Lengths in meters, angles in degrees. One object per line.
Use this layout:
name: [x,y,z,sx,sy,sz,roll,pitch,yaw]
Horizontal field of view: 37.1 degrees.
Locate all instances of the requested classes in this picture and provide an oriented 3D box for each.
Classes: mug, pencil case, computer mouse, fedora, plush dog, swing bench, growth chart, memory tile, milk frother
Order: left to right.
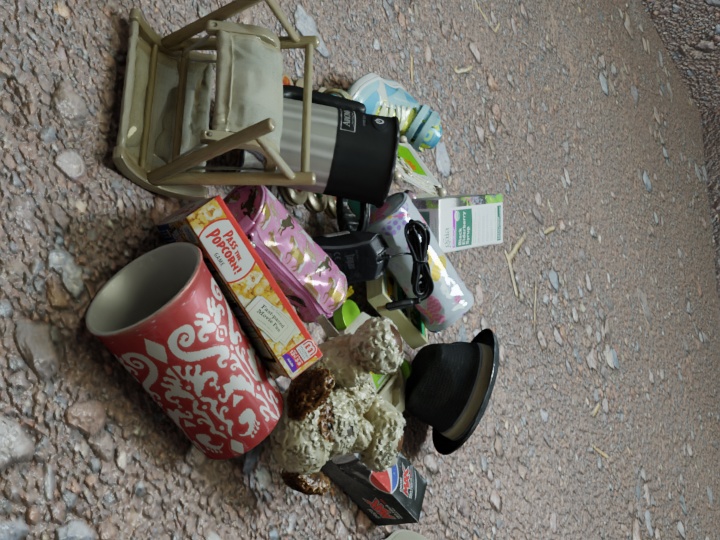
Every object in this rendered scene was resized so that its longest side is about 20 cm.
mug: [-0.165,0.076,1.125,0.201,0.133,0.178,59,35,-30]
swing bench: [-0.160,-0.196,1.210,0.130,0.198,0.200,50,36,-59]
pencil case: [-0.092,-0.019,1.286,0.200,0.082,0.087,48,63,-42]
memory tile: [-0.071,-0.177,1.511,0.153,0.017,0.202,16,62,-56]
milk frother: [-0.064,-0.124,1.377,0.181,0.187,0.201,-101,-157,-68]
plush dog: [-0.044,0.156,1.219,0.172,0.159,0.201,-45,141,-54]
computer mouse: [0.000,0.000,1.412,0.046,0.198,0.141,-101,177,-52]
growth chart: [0.051,-0.163,1.512,0.145,0.018,0.200,54,18,21]
pencil case: [0.078,-0.012,1.501,0.083,0.091,0.201,-41,111,-19]
fedora: [0.119,0.163,1.538,0.091,0.201,0.202,20,51,-11]

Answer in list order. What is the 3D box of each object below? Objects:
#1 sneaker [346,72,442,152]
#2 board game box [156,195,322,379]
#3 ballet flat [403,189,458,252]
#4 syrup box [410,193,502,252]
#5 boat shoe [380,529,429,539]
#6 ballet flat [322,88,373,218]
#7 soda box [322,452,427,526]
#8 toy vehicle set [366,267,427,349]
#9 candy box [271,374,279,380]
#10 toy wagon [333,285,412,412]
sneaker: [0.056,-0.233,1.631,0.130,0.080,0.200,39,25,15]
board game box: [-0.134,0.019,1.160,0.046,0.151,0.201,-36,103,-18]
ballet flat: [0.123,-0.083,1.728,0.199,0.069,0.072,21,101,-51]
syrup box: [0.137,-0.073,1.626,0.199,0.081,0.079,-10,100,-56]
boat shoe: [0.053,0.393,1.426,0.063,0.072,0.200,-61,153,8]
ballet flat: [-0.007,-0.166,1.540,0.071,0.070,0.201,-38,109,-58]
soda box: [0.007,0.249,1.382,0.200,0.070,0.064,51,41,-34]
toy vehicle set: [0.051,0.003,1.578,0.124,0.026,0.201,47,28,-37]
candy box: [-0.141,0.039,1.281,0.102,0.026,0.201,-33,105,-62]
toy wagon: [0.005,0.118,1.475,0.201,0.039,0.155,66,31,-12]
